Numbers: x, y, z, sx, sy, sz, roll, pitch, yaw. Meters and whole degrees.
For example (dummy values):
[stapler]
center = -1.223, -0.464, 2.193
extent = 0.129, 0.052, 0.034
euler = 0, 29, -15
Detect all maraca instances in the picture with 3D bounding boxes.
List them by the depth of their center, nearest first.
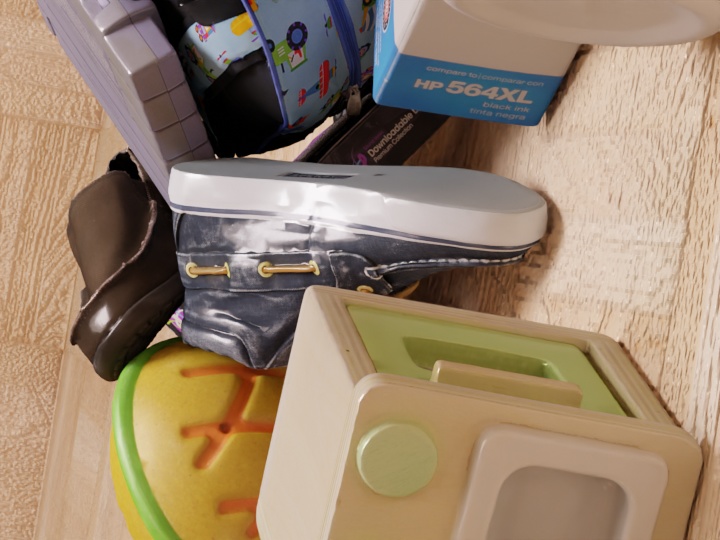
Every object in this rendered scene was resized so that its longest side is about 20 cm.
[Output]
[maraca]
center = -0.047, 0.120, 1.417
extent = 0.107, 0.137, 0.200
euler = -36, 82, 40

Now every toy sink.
[toy sink]
center = 0.044, 0.088, 1.085
extent = 0.200, 0.130, 0.112
euler = -113, 34, -71

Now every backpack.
[backpack]
center = -0.045, -0.156, 1.436
extent = 0.183, 0.134, 0.200
euler = 63, 172, -1

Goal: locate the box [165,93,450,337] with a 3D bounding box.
[box]
center = -0.026, -0.039, 1.533
extent = 0.143, 0.036, 0.200
euler = -46, 4, -24

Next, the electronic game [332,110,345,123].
[electronic game]
center = 0.012, -0.157, 1.671
extent = 0.200, 0.042, 0.200
euler = -175, 90, -86

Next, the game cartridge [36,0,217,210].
[game cartridge]
center = -0.125, -0.119, 1.468
extent = 0.200, 0.038, 0.130
euler = 54, 164, 41

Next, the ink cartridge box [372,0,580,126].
[ink cartridge box]
center = 0.069, -0.178, 1.290
extent = 0.200, 0.084, 0.146
euler = 118, 159, -58

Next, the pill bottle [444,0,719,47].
[pill bottle]
center = 0.093, -0.192, 1.097
extent = 0.116, 0.116, 0.200
euler = 152, 126, -76

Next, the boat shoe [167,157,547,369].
[boat shoe]
center = 0.000, 0.000, 1.359
extent = 0.071, 0.200, 0.091
euler = -18, -70, -52

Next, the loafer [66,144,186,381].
[loafer]
center = -0.122, -0.007, 1.486
extent = 0.073, 0.071, 0.200
euler = -51, 9, 17
